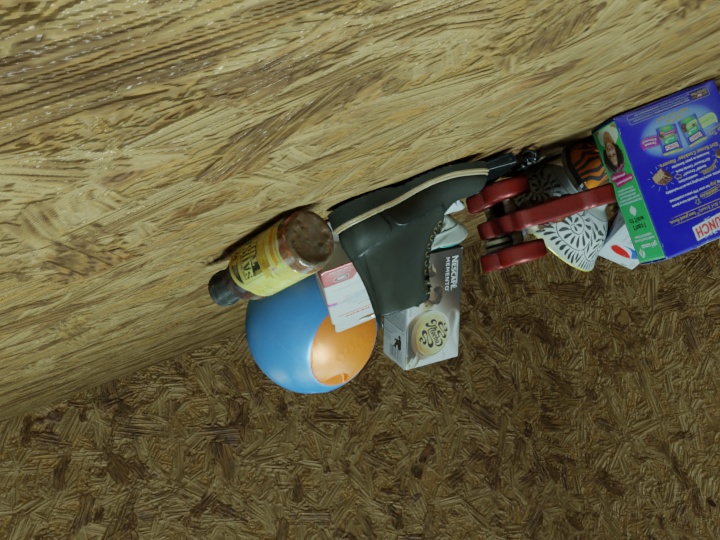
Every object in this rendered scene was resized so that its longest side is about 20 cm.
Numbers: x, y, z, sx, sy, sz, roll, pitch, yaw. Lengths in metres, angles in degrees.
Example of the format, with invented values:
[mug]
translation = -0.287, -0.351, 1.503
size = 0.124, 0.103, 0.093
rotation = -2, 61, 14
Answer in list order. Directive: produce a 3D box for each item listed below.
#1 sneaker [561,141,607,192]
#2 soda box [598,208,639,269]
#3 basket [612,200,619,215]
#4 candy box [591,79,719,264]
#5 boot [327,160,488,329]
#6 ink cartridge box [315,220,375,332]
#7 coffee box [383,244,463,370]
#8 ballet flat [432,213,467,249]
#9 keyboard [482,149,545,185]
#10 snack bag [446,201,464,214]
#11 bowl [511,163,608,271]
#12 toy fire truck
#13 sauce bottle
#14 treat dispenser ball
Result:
[sneaker]
translation = 0.374, -0.180, 1.252
size = 0.111, 0.079, 0.199
rotation = -30, -178, 36
[soda box]
translation = 0.427, -0.066, 1.298
size = 0.200, 0.067, 0.065
rotation = 86, 28, -75
[basket]
translation = 0.498, -0.179, 1.348
size = 0.201, 0.143, 0.148
rotation = -48, -136, -13
[candy box]
translation = 0.437, -0.133, 1.161
size = 0.166, 0.204, 0.077
rotation = -20, 177, -11
[boot]
translation = 0.074, -0.033, 0.954
size = 0.197, 0.141, 0.077
rotation = -22, 177, -14
[ink cartridge box]
translation = 0.000, 0.000, 1.082
size = 0.114, 0.068, 0.201
rotation = -21, 155, -7
[coffee box]
translation = 0.105, 0.050, 1.425
size = 0.111, 0.205, 0.080
rotation = -10, -157, -27
[ballet flat]
translation = 0.107, -0.064, 1.350
size = 0.198, 0.071, 0.069
rotation = -20, 177, -40
[keyboard]
translation = 0.169, -0.128, 1.117
size = 0.124, 0.021, 0.200
rotation = -16, 177, -6
[snack bag]
translation = 0.051, -0.067, 1.167
size = 0.185, 0.022, 0.200
rotation = -19, 176, 10
[bowl]
translation = 0.329, -0.106, 1.336
size = 0.094, 0.201, 0.200
rotation = -48, 164, 27
[toy fire truck]
translation = 0.247, -0.075, 1.180
size = 0.164, 0.115, 0.200
rotation = -15, 178, -9
[sauce bottle]
translation = -0.104, -0.004, 0.898
size = 0.065, 0.067, 0.199
rotation = -18, 174, -40
[treat dispenser ball]
translation = -0.072, 0.079, 1.246
size = 0.197, 0.205, 0.201
rotation = -21, 177, -1
